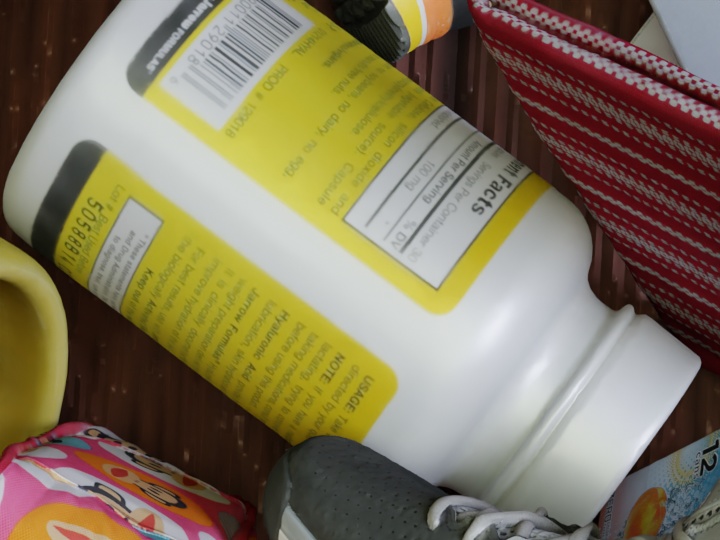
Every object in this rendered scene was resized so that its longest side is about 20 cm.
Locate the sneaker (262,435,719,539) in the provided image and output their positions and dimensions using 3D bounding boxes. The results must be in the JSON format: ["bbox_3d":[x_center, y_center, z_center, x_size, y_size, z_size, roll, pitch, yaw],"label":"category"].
[{"bbox_3d":[0.071,0.074,0.726,0.200,0.075,0.116,35,115,22],"label":"sneaker"}]

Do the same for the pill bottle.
[{"bbox_3d":[0.000,0.000,0.827,0.200,0.111,0.112,37,91,5],"label":"pill bottle"}]

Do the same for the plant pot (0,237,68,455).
[{"bbox_3d":[-0.218,0.042,0.806,0.188,0.201,0.202,29,91,16],"label":"plant pot"}]

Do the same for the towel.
[{"bbox_3d":[0.117,-0.001,0.767,0.144,0.200,0.023,30,76,38],"label":"towel"}]

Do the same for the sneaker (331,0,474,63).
[{"bbox_3d":[0.004,-0.171,0.860,0.090,0.070,0.201,-23,89,-13],"label":"sneaker"}]

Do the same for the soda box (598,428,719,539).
[{"bbox_3d":[0.100,0.151,0.797,0.063,0.068,0.201,25,58,-22],"label":"soda box"}]

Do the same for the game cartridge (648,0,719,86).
[{"bbox_3d":[0.183,-0.092,0.773,0.199,0.041,0.134,-27,86,24],"label":"game cartridge"}]

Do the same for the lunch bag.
[{"bbox_3d":[-0.103,0.138,0.789,0.082,0.200,0.177,28,93,3],"label":"lunch bag"}]

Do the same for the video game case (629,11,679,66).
[{"bbox_3d":[0.202,-0.076,0.809,0.181,0.045,0.200,42,109,15],"label":"video game case"}]
